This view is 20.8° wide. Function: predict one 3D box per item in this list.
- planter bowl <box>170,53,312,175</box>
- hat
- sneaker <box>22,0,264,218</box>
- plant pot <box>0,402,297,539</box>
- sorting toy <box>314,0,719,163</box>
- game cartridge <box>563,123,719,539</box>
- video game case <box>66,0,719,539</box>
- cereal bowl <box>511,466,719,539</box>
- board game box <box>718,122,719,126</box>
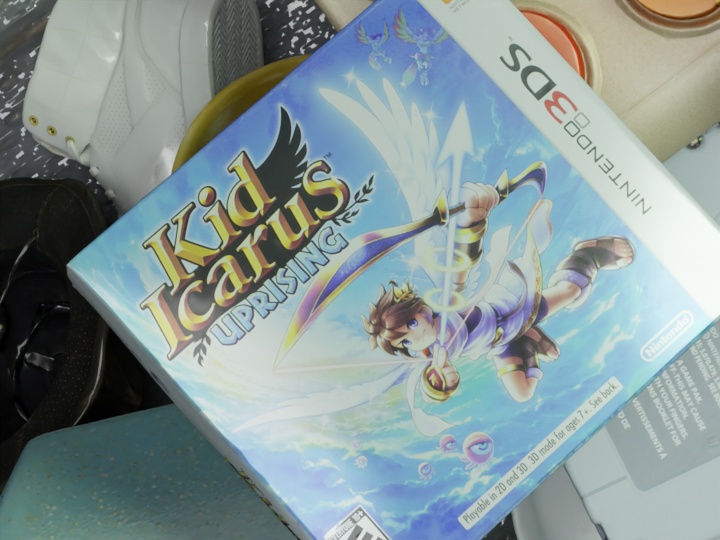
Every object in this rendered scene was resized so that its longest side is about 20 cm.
[{"bbox_3d":[0.000,0.000,0.933,0.200,0.083,0.201,8,57,-13],"label":"planter bowl"},{"bbox_3d":[-0.158,0.050,0.961,0.081,0.201,0.201,30,100,-37],"label":"hat"},{"bbox_3d":[-0.109,-0.046,0.980,0.115,0.074,0.200,8,104,25],"label":"sneaker"},{"bbox_3d":[-0.063,0.166,0.843,0.195,0.196,0.200,-13,64,-3],"label":"plant pot"},{"bbox_3d":[0.076,-0.132,0.804,0.185,0.036,0.200,-37,90,14],"label":"sorting toy"},{"bbox_3d":[0.128,0.017,0.850,0.133,0.040,0.200,-26,88,14],"label":"game cartridge"},{"bbox_3d":[0.021,0.003,0.755,0.200,0.045,0.181,-41,83,-10],"label":"video game case"},{"bbox_3d":[0.171,0.094,0.936,0.200,0.083,0.201,1,94,7],"label":"cereal bowl"},{"bbox_3d":[0.203,-0.021,0.867,0.135,0.028,0.200,16,96,8],"label":"board game box"}]
